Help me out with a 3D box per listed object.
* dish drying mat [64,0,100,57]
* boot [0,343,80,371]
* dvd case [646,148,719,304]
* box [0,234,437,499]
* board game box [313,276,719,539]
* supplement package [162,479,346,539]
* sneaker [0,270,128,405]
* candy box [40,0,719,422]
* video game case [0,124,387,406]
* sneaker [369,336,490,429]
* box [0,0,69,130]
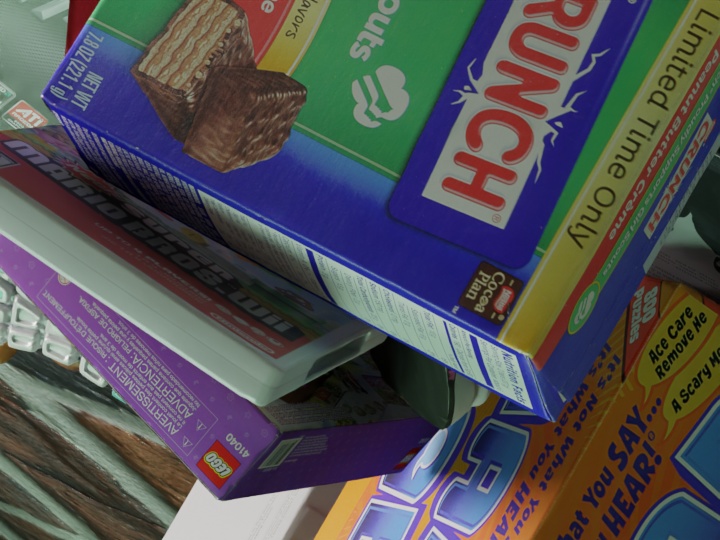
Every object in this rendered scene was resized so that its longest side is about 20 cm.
[{"bbox_3d":[-0.026,-0.095,1.061,0.199,0.077,0.018,6,-175,30],"label":"dish drying mat"},{"bbox_3d":[-0.172,0.003,1.469,0.076,0.201,0.155,9,139,-29],"label":"boot"},{"bbox_3d":[0.140,-0.020,1.155,0.150,0.025,0.200,30,165,13],"label":"dvd case"},{"bbox_3d":[-0.052,0.028,1.146,0.137,0.039,0.200,46,-166,16],"label":"box"},{"bbox_3d":[0.121,0.130,1.244,0.199,0.200,0.200,33,173,-20],"label":"board game box"},{"bbox_3d":[-0.027,0.168,1.436,0.121,0.120,0.200,35,161,-15],"label":"supplement package"},{"bbox_3d":[-0.135,-0.007,1.308,0.199,0.091,0.078,29,132,3],"label":"sneaker"},{"bbox_3d":[0.020,-0.072,0.961,0.199,0.170,0.077,27,169,18],"label":"candy box"},{"bbox_3d":[-0.066,-0.008,1.023,0.143,0.018,0.200,33,-170,7],"label":"video game case"},{"bbox_3d":[0.039,-0.045,1.120,0.080,0.086,0.201,26,130,52],"label":"sneaker"},{"bbox_3d":[-0.131,-0.114,1.166,0.198,0.050,0.200,-33,120,32],"label":"box"}]
